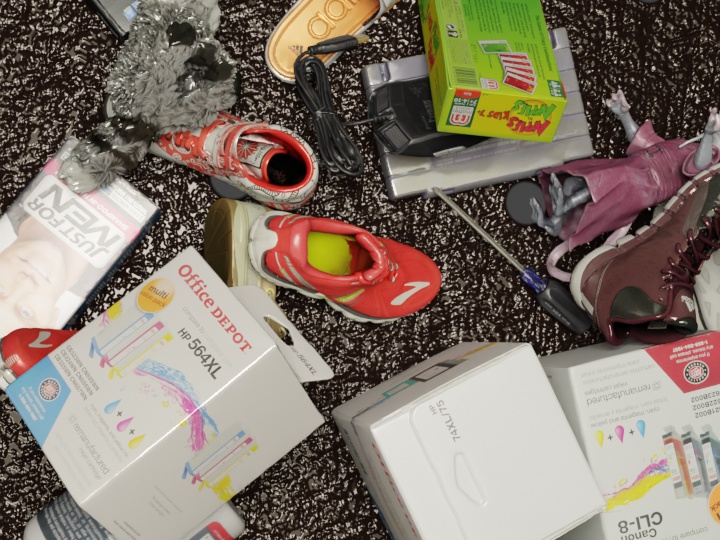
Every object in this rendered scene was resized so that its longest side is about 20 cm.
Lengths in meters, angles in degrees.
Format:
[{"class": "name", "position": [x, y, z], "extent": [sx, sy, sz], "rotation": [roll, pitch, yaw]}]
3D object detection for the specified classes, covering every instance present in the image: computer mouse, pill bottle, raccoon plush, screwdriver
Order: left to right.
[{"class": "pill bottle", "position": [-0.206, 0.228, 0.976], "extent": [0.200, 0.120, 0.120], "rotation": [-37, 93, -10]}, {"class": "raccoon plush", "position": [-0.190, -0.174, 0.977], "extent": [0.199, 0.097, 0.134], "rotation": [-31, 52, 1]}, {"class": "computer mouse", "position": [0.036, -0.154, 1.049], "extent": [0.199, 0.046, 0.141], "rotation": [-19, 67, -19]}, {"class": "screwdriver", "position": [0.138, -0.010, 1.091], "extent": [0.200, 0.029, 0.028], "rotation": [40, 78, -8]}]

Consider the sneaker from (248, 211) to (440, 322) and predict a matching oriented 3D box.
[{"class": "sneaker", "position": [0.000, 0.000, 1.011], "extent": [0.199, 0.085, 0.078], "rotation": [13, 81, -38]}]

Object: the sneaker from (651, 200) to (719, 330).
[{"class": "sneaker", "position": [0.349, 0.014, 1.087], "extent": [0.075, 0.115, 0.201], "rotation": [-32, 93, -10]}]

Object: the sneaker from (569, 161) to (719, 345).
[{"class": "sneaker", "position": [0.277, -0.002, 0.987], "extent": [0.200, 0.116, 0.076], "rotation": [-38, 124, 16]}]

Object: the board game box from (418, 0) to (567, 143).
[{"class": "board game box", "position": [0.110, -0.199, 1.034], "extent": [0.101, 0.048, 0.201], "rotation": [5, 47, -10]}]

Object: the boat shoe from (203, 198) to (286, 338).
[{"class": "boat shoe", "position": [-0.097, 0.039, 1.030], "extent": [0.066, 0.074, 0.202], "rotation": [1, 93, -33]}]

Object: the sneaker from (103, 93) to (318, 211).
[{"class": "sneaker", "position": [-0.126, -0.116, 1.015], "extent": [0.200, 0.108, 0.068], "rotation": [27, 83, -7]}]

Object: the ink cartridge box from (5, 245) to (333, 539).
[{"class": "ink cartridge box", "position": [-0.133, 0.092, 0.891], "extent": [0.200, 0.125, 0.129], "rotation": [-39, 55, -9]}]

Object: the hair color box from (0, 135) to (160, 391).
[{"class": "hair color box", "position": [-0.270, -0.004, 1.008], "extent": [0.100, 0.061, 0.200], "rotation": [38, 82, -5]}]

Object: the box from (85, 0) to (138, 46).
[{"class": "box", "position": [-0.184, -0.325, 1.049], "extent": [0.200, 0.044, 0.161], "rotation": [-39, 94, -10]}]

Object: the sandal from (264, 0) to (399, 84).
[{"class": "sandal", "position": [-0.005, -0.254, 1.068], "extent": [0.079, 0.059, 0.207], "rotation": [38, 81, -6]}]

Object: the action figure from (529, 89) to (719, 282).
[{"class": "action figure", "position": [0.259, -0.077, 1.050], "extent": [0.198, 0.134, 0.150], "rotation": [-18, 113, -10]}]

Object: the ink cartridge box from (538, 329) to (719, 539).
[{"class": "ink cartridge box", "position": [0.245, 0.165, 1.046], "extent": [0.144, 0.145, 0.202], "rotation": [-13, 90, -11]}]

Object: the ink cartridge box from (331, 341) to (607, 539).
[{"class": "ink cartridge box", "position": [0.082, 0.155, 0.989], "extent": [0.145, 0.200, 0.148], "rotation": [-26, 92, -10]}]

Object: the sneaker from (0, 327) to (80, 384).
[{"class": "sneaker", "position": [-0.204, 0.063, 0.961], "extent": [0.085, 0.199, 0.077], "rotation": [-47, 60, 23]}]

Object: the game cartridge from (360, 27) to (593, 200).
[{"class": "game cartridge", "position": [0.109, -0.143, 1.097], "extent": [0.198, 0.038, 0.131], "rotation": [-12, 93, -11]}]
